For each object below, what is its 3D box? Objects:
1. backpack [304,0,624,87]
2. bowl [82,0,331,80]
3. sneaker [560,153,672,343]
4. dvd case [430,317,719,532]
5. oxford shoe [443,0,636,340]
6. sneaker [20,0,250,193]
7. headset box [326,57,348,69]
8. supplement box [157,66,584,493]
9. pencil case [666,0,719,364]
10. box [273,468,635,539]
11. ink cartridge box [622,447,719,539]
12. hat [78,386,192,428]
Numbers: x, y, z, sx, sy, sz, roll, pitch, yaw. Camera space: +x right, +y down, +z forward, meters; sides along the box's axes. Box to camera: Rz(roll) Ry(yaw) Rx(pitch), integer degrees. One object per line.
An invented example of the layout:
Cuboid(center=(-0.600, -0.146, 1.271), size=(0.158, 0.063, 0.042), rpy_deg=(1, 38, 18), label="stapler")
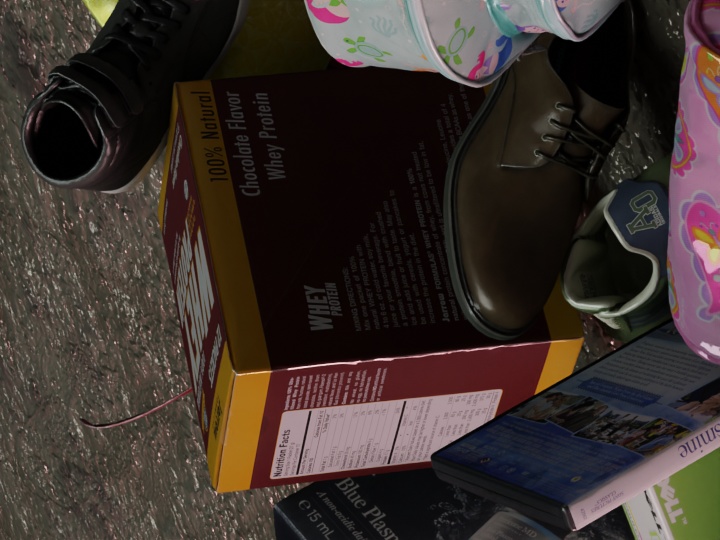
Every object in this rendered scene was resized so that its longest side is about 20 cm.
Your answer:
Cuboid(center=(0.057, -0.187, 1.407), size=(0.150, 0.200, 0.179), rpy_deg=(17, 130, 35), label="backpack")
Cuboid(center=(-0.076, -0.202, 1.751), size=(0.108, 0.200, 0.201), rpy_deg=(-43, 70, 31), label="bowl")
Cuboid(center=(0.140, -0.005, 1.542), size=(0.067, 0.089, 0.200), rpy_deg=(58, 157, 14), label="sneaker")
Cuboid(center=(0.149, 0.067, 1.451), size=(0.142, 0.199, 0.018), rpy_deg=(14, 129, 63), label="dvd case")
Cuboid(center=(0.096, -0.063, 1.494), size=(0.084, 0.072, 0.201), rpy_deg=(-14, 60, 62), label="oxford shoe")
Cuboid(center=(-0.126, -0.125, 1.634), size=(0.070, 0.099, 0.201), rpy_deg=(32, 109, 11), label="sneaker")
Cuboid(center=(-0.065, -0.106, 1.911), size=(0.200, 0.075, 0.149), rpy_deg=(48, 151, 36), label="headset box")
Cuboid(center=(0.000, 0.000, 1.644), size=(0.133, 0.198, 0.198), rpy_deg=(103, 157, -56), label="supplement box")
Cuboid(center=(0.193, -0.048, 1.390), size=(0.087, 0.087, 0.201), rpy_deg=(45, 150, 40), label="pencil case")
Cuboid(center=(0.082, 0.191, 1.725), size=(0.197, 0.199, 0.118), rpy_deg=(45, 152, 37), label="box")
Cuboid(center=(0.205, 0.155, 1.513), size=(0.200, 0.075, 0.149), rpy_deg=(-150, 37, -82), label="ink cartridge box")
Cuboid(center=(-0.036, 0.048, 1.784), size=(0.166, 0.175, 0.201), rpy_deg=(41, 121, 42), label="hat")
